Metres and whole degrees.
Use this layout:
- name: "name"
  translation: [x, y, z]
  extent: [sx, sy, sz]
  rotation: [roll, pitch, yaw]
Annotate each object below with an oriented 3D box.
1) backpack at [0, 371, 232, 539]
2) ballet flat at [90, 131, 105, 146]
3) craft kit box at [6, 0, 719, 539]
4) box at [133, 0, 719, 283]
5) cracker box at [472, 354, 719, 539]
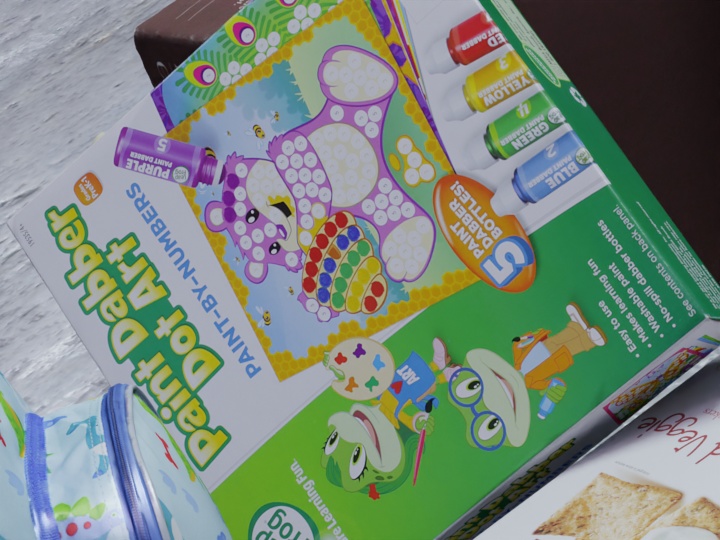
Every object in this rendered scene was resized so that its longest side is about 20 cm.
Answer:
- name: "backpack"
  translation: [-0.110, 0.116, 0.972]
  extent: [0.147, 0.200, 0.183]
  rotation: [-28, 23, 3]
- name: "ballet flat"
  translation: [-0.085, -0.018, 1.410]
  extent: [0.069, 0.070, 0.200]
  rotation: [-33, 23, -15]
- name: "craft kit box"
  translation: [0.000, 0.000, 1.062]
  extent: [0.197, 0.200, 0.048]
  rotation: [-42, -19, 20]
- name: "box"
  translation: [0.045, -0.065, 1.228]
  extent: [0.164, 0.166, 0.200]
  rotation: [-36, 25, -23]
- name: "cracker box"
  translation: [0.112, 0.098, 0.965]
  extent: [0.200, 0.058, 0.134]
  rotation: [-36, 25, -19]
